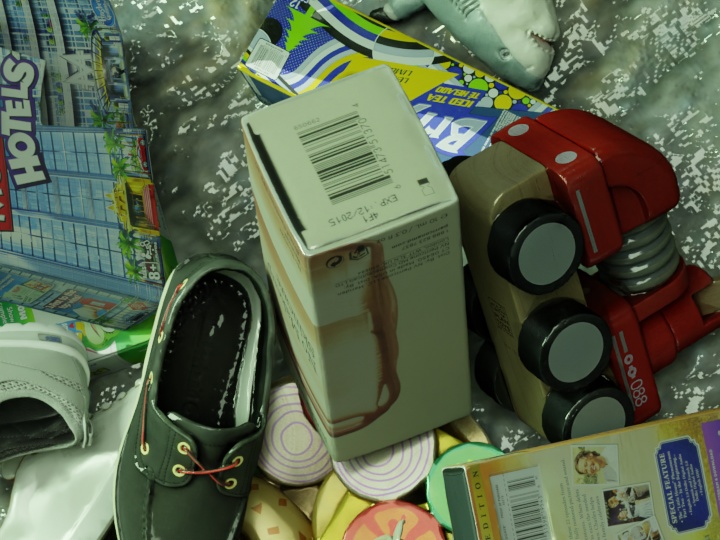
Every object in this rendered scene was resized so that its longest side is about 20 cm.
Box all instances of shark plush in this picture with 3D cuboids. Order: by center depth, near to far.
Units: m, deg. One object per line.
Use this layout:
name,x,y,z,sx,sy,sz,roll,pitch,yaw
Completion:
shark plush,0.026,-0.175,1.607,0.200,0.091,0.083,20,111,10

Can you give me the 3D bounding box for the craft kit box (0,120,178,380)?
craft kit box,-0.216,-0.021,1.626,0.197,0.049,0.200,-20,74,8

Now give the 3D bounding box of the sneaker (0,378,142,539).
sneaker,-0.153,0.101,1.568,0.085,0.073,0.200,36,87,14

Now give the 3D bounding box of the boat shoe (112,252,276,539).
boat shoe,-0.090,0.090,1.500,0.074,0.063,0.202,9,89,-13

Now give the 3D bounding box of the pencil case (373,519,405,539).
pencil case,0.060,0.227,1.465,0.200,0.078,0.089,41,124,-6

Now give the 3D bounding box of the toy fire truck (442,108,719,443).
toy fire truck,0.161,-0.010,1.491,0.200,0.176,0.129,-30,32,-17

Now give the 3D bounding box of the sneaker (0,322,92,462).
sneaker,-0.240,0.076,1.511,0.200,0.075,0.082,-10,39,-15

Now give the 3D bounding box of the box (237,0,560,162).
box,0.033,-0.090,1.580,0.200,0.070,0.064,28,82,16

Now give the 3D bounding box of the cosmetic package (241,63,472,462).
cosmetic package,0.000,0.000,1.460,0.087,0.200,0.103,-21,55,-9

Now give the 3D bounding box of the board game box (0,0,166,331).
board game box,-0.219,-0.069,1.529,0.200,0.062,0.200,0,73,-31

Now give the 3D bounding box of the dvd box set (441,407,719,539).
dvd box set,0.147,0.155,1.452,0.200,0.029,0.146,-11,89,-26

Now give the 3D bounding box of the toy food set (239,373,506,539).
toy food set,-0.011,0.141,1.545,0.200,0.049,0.198,27,83,16
